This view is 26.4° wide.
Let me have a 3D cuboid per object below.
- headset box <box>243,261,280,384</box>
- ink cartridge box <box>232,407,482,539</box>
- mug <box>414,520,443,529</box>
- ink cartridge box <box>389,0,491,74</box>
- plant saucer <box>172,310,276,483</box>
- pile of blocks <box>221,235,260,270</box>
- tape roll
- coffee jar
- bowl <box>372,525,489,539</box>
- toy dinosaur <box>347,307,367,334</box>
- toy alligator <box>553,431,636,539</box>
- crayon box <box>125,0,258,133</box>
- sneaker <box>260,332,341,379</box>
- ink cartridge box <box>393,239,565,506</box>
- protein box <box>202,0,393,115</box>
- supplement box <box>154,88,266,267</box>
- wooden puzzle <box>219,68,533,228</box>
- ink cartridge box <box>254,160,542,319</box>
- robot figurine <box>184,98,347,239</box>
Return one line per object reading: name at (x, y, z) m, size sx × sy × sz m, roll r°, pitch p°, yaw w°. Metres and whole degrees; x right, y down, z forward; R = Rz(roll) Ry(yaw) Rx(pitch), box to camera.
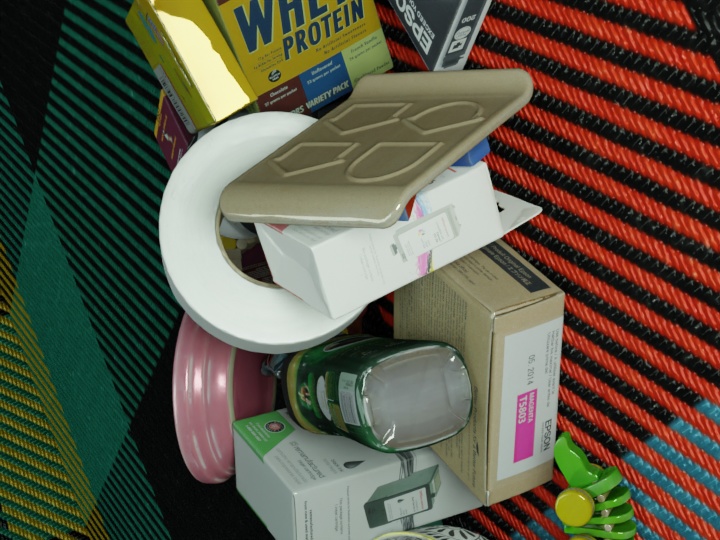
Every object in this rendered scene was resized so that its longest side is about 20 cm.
headset box at (-0.141, 0.038, 1.830) m, size 0.200 × 0.077 × 0.149 m, roll 55°, pitch 151°, yaw 36°
ink cartridge box at (-0.002, 0.183, 1.454) m, size 0.146 × 0.200 × 0.084 m, roll 38°, pitch 136°, yaw 54°
mug at (0.006, 0.265, 1.530) m, size 0.185 × 0.152 × 0.115 m, roll 49°, pitch -155°, yaw -86°
ink cartridge box at (0.041, -0.265, 1.256) m, size 0.198 × 0.043 × 0.200 m, roll 63°, pitch 157°, yaw 24°
plant saucer at (-0.129, 0.111, 1.526) m, size 0.201 × 0.051 × 0.201 m, roll 1°, pitch -90°, yaw -76°
pile of blocks at (-0.111, -0.063, 1.565) m, size 0.082 × 0.200 × 0.062 m, roll 47°, pitch 156°, yaw -3°
tape roll at (-0.072, -0.032, 1.314) m, size 0.071 × 0.202 × 0.203 m, roll 121°, pitch 130°, yaw -78°
coffee jar at (0.008, 0.101, 1.308) m, size 0.200 × 0.104 × 0.085 m, roll -179°, pitch 77°, yaw -67°
bowl at (0.097, 0.307, 1.411) m, size 0.201 × 0.094 × 0.201 m, roll 22°, pitch 126°, yaw 33°
toy dinosaur at (0.000, 0.000, 1.535) m, size 0.200 × 0.105 × 0.181 m, roll 44°, pitch 154°, yaw -21°
toy alligator at (0.196, 0.223, 1.222) m, size 0.054 × 0.059 × 0.200 m, roll -6°, pitch 103°, yaw 26°
crayon box at (-0.149, -0.188, 1.344) m, size 0.127 × 0.051 × 0.200 m, roll 61°, pitch 171°, yaw -9°
sneaker at (-0.030, 0.142, 1.567) m, size 0.200 × 0.096 × 0.079 m, roll 52°, pitch 156°, yaw -16°
ink cartridge box at (0.097, 0.071, 1.312) m, size 0.165 × 0.075 × 0.200 m, roll 44°, pitch 143°, yaw 48°
protein box at (-0.094, -0.271, 1.376) m, size 0.200 × 0.135 × 0.199 m, roll 51°, pitch 167°, yaw 43°
supplement box at (-0.137, -0.110, 1.677) m, size 0.200 × 0.110 × 0.086 m, roll 62°, pitch 155°, yaw 24°
wooden puzzle at (0.016, -0.087, 1.186) m, size 0.185 × 0.200 × 0.046 m, roll 4°, pitch 127°, yaw 41°
ink cartridge box at (0.030, -0.045, 1.217) m, size 0.116 × 0.200 × 0.068 m, roll 29°, pitch 140°, yaw 58°
robot figurine at (-0.072, -0.104, 1.454) m, size 0.150 × 0.200 × 0.125 m, roll 46°, pitch -143°, yaw -44°
